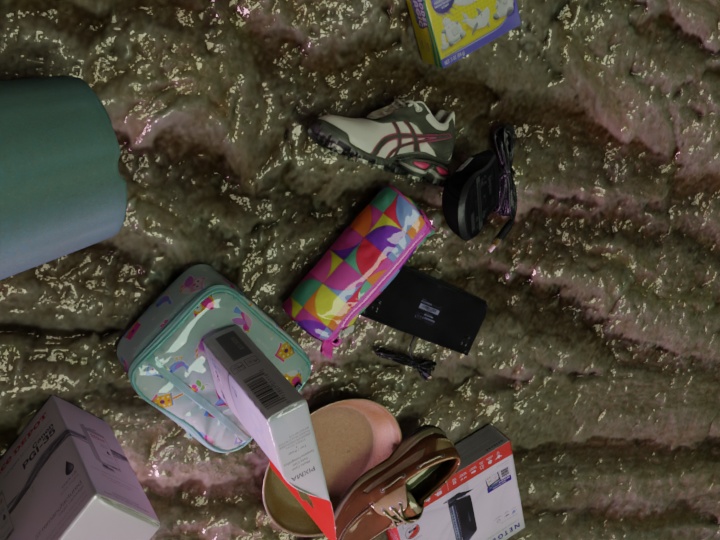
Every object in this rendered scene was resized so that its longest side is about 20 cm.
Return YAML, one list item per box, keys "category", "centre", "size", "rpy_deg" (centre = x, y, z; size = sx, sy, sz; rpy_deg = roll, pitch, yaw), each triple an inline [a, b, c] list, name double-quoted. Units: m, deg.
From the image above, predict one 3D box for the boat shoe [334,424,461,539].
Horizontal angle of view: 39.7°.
- category: "boat shoe"
  centre: [0.046, 0.285, 1.268]
  size: [0.200, 0.074, 0.076]
  rpy_deg: [-46, 129, -5]

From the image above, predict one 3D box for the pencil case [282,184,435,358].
- category: "pencil case"
  centre: [0.000, 0.000, 1.139]
  size: [0.200, 0.088, 0.088]
  rpy_deg: [-52, 129, -1]

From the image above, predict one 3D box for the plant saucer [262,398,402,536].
- category: "plant saucer"
  centre: [-0.040, 0.242, 1.262]
  size: [0.200, 0.035, 0.201]
  rpy_deg: [-14, 120, -26]

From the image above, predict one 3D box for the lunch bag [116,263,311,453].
- category: "lunch bag"
  centre: [-0.157, 0.105, 1.092]
  size: [0.160, 0.077, 0.200]
  rpy_deg: [-47, 129, -5]

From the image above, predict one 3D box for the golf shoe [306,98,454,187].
- category: "golf shoe"
  centre: [0.025, -0.153, 1.093]
  size: [0.200, 0.077, 0.088]
  rpy_deg: [9, 101, -45]

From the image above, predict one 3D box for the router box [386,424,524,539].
- category: "router box"
  centre: [0.132, 0.340, 1.412]
  size: [0.200, 0.049, 0.180]
  rpy_deg: [-28, 125, -19]

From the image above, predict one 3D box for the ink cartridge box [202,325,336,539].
- category: "ink cartridge box"
  centre: [-0.092, 0.177, 1.017]
  size: [0.047, 0.160, 0.201]
  rpy_deg: [-23, 124, -22]

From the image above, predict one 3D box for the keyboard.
- category: "keyboard"
  centre: [0.071, 0.069, 1.259]
  size: [0.200, 0.021, 0.127]
  rpy_deg: [23, 93, -37]

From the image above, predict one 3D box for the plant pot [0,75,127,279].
- category: "plant pot"
  centre: [-0.316, -0.074, 0.840]
  size: [0.196, 0.200, 0.201]
  rpy_deg: [-18, 122, -33]

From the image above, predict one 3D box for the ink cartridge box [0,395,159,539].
- category: "ink cartridge box"
  centre: [-0.299, 0.239, 0.989]
  size: [0.083, 0.200, 0.147]
  rpy_deg: [39, 89, -35]

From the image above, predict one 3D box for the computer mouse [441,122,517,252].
- category: "computer mouse"
  centre: [0.137, -0.076, 1.174]
  size: [0.200, 0.046, 0.141]
  rpy_deg: [-53, 142, -48]

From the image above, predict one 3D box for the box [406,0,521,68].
- category: "box"
  centre: [0.098, -0.333, 1.061]
  size: [0.117, 0.048, 0.200]
  rpy_deg: [-32, 125, -16]
